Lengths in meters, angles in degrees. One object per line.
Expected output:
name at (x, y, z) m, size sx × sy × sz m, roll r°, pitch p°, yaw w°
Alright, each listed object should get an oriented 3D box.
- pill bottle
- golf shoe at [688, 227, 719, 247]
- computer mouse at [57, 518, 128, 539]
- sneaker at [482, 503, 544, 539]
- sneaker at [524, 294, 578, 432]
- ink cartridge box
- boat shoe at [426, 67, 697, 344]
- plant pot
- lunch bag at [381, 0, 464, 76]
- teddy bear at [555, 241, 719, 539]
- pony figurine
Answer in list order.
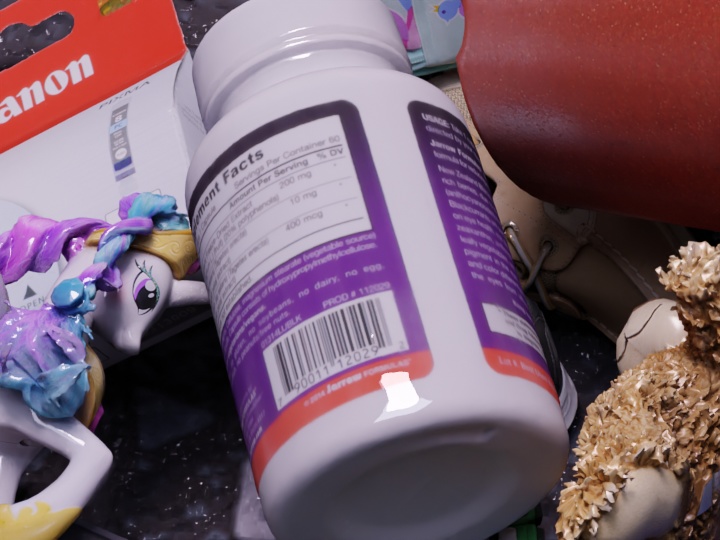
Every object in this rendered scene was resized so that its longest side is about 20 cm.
pill bottle at (-0.002, -0.003, 0.990) m, size 0.111 × 0.112 × 0.200 m, roll -14°, pitch 58°, yaw -3°
golf shoe at (0.180, -0.004, 1.111) m, size 0.094 × 0.078 × 0.200 m, roll -12°, pitch 55°, yaw -25°
computer mouse at (-0.099, 0.140, 1.036) m, size 0.200 × 0.053 × 0.139 m, roll 24°, pitch 48°, yaw 11°
sneaker at (0.023, 0.133, 0.993) m, size 0.085 × 0.078 × 0.200 m, roll 8°, pitch 35°, yaw -3°
sneaker at (0.000, 0.000, 1.104) m, size 0.200 × 0.091 × 0.067 m, roll 28°, pitch 62°, yaw 22°
ink cartridge box at (-0.142, -0.044, 1.142) m, size 0.160 × 0.047 × 0.200 m, roll -26°, pitch 57°, yaw 14°
boat shoe at (0.078, -0.011, 1.116) m, size 0.064 × 0.071 × 0.200 m, roll -26°, pitch 48°, yaw -21°
plant pot at (0.153, -0.094, 0.992) m, size 0.195 × 0.201 × 0.201 m, roll 5°, pitch 53°, yaw 41°
lunch bag at (0.061, -0.158, 1.191) m, size 0.200 × 0.077 × 0.160 m, roll -16°, pitch 28°, yaw -8°
teddy bear at (0.103, 0.062, 0.964) m, size 0.067 × 0.145 × 0.200 m, roll 15°, pitch 49°, yaw 19°
pony figurine at (-0.159, 0.030, 1.003) m, size 0.193 × 0.167 × 0.200 m, roll 23°, pitch 57°, yaw 4°
